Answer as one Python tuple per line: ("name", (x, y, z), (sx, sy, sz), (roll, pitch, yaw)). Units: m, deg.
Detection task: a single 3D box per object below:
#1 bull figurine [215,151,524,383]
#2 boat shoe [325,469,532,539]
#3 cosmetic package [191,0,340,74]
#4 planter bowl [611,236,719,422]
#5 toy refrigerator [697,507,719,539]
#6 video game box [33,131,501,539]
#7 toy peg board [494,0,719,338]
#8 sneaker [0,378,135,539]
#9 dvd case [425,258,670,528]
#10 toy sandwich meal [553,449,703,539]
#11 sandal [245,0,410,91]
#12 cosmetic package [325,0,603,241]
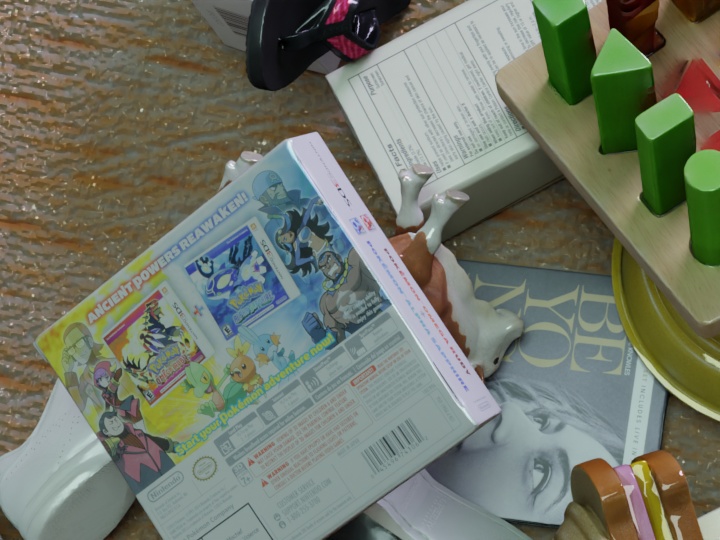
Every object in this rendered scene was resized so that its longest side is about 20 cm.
("bull figurine", (0.000, 0.000, 1.671), (0.199, 0.065, 0.122), (9, 110, -6))
("boat shoe", (0.043, 0.162, 1.669), (0.200, 0.076, 0.060), (42, 127, 8))
("cosmetic package", (-0.028, -0.232, 1.778), (0.081, 0.113, 0.201), (18, 79, 22))
("planter bowl", (0.237, -0.017, 1.668), (0.199, 0.084, 0.202), (-2, 67, 5))
("toy refrigerator", (0.277, 0.127, 1.629), (0.199, 0.076, 0.070), (-27, 70, 2))
("video game box", (-0.052, 0.056, 1.618), (0.200, 0.047, 0.183), (-36, 85, 25))
("toy peg board", (0.202, -0.107, 1.614), (0.199, 0.098, 0.200), (-34, 62, -8))
("sneaker", (-0.130, 0.071, 1.729), (0.200, 0.075, 0.088), (-40, 51, -6))
("dvd case", (0.076, 0.068, 1.716), (0.199, 0.016, 0.150), (6, 73, 12))
("toy sandwich meal", (0.163, 0.190, 1.572), (0.070, 0.205, 0.206), (-25, 70, -4))
("sandal", (-0.005, -0.155, 1.718), (0.045, 0.200, 0.076), (15, 117, 26))
("cosmetic package", (0.093, -0.105, 1.738), (0.199, 0.073, 0.104), (-27, 70, 1))
